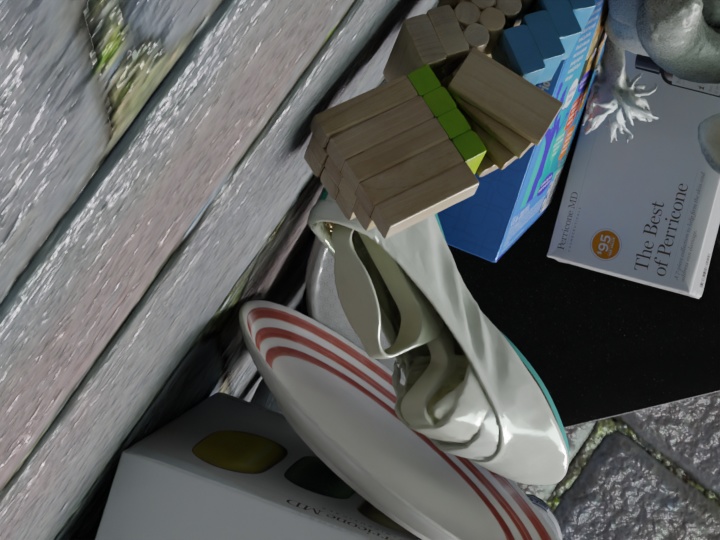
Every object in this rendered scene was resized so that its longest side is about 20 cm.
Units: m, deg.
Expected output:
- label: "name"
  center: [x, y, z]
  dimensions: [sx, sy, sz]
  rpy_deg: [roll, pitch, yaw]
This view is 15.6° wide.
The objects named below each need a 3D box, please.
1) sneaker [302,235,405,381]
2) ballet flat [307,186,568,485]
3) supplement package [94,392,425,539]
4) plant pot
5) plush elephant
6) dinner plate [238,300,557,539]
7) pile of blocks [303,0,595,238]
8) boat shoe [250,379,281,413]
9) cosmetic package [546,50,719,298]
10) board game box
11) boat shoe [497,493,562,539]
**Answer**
- label: "sneaker"
  center: [0.000, 0.000, 1.371]
  dimensions: [0.100, 0.070, 0.201]
  rpy_deg: [-102, -167, -51]
- label: "ballet flat"
  center: [0.031, 0.035, 1.246]
  dimensions: [0.069, 0.201, 0.070]
  rpy_deg: [-25, -159, 10]
- label: "supplement package"
  center: [-0.046, 0.166, 1.281]
  dimensions: [0.200, 0.151, 0.152]
  rpy_deg: [-28, 137, -79]
- label: "plant pot"
  center: [0.136, -0.027, 1.507]
  dimensions: [0.198, 0.179, 0.200]
  rpy_deg: [-13, -169, 15]
- label: "plush elephant"
  center: [0.201, -0.125, 1.273]
  dimensions: [0.165, 0.154, 0.201]
  rpy_deg: [-58, 164, -53]
- label: "dinner plate"
  center: [0.016, 0.086, 1.247]
  dimensions: [0.024, 0.200, 0.200]
  rpy_deg: [-52, 176, 10]
- label: "pile of blocks"
  center: [0.050, -0.084, 1.129]
  dimensions: [0.200, 0.082, 0.062]
  rpy_deg: [-54, 175, -26]
- label: "boat shoe"
  center: [-0.011, 0.040, 1.524]
  dimensions: [0.202, 0.070, 0.072]
  rpy_deg: [-58, 165, -14]
- label: "cosmetic package"
  center: [0.164, -0.093, 1.384]
  dimensions: [0.051, 0.082, 0.202]
  rpy_deg: [12, 92, -74]
- label: "board game box"
  center: [0.094, -0.117, 1.294]
  dimensions: [0.152, 0.045, 0.201]
  rpy_deg: [-39, 149, -72]
- label: "boat shoe"
  center: [0.061, 0.212, 1.350]
  dimensions: [0.068, 0.071, 0.202]
  rpy_deg: [1, 101, -82]
